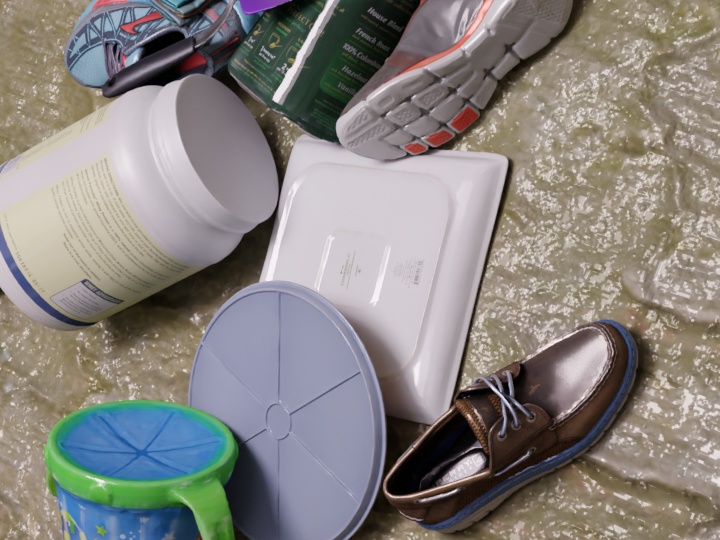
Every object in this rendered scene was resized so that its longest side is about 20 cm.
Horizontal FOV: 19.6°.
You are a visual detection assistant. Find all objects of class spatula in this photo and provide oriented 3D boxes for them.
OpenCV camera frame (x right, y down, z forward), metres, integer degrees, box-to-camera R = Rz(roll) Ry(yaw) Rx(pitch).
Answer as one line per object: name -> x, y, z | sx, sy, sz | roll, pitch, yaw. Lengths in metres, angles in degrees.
spatula -> -0.115, -0.180, 1.553 | 0.200, 0.021, 0.057 | -31, 42, 22

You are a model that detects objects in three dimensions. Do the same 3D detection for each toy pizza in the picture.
toy pizza -> -0.049, 0.106, 1.505 | 0.200, 0.032, 0.201 | 6, 99, 43

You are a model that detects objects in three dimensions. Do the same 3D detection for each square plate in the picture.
square plate -> 0.000, 0.000, 1.526 | 0.198, 0.028, 0.200 | 8, 81, 38

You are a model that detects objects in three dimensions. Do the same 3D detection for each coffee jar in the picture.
coffee jar -> -0.006, -0.202, 1.558 | 0.200, 0.085, 0.104 | -56, 45, 9

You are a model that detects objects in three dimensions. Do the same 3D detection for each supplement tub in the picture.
supplement tub -> -0.178, -0.053, 1.597 | 0.200, 0.145, 0.145 | -26, 62, 27

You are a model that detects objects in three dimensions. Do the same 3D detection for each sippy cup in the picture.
sippy cup -> -0.160, 0.180, 1.514 | 0.178, 0.139, 0.131 | -105, 17, -67

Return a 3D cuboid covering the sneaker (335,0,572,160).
sneaker -> 0.062, -0.160, 1.511 | 0.200, 0.077, 0.082 | -37, 46, 7

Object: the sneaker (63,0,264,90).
sneaker -> -0.171, -0.174, 1.644 | 0.200, 0.079, 0.096 | -10, 34, 39

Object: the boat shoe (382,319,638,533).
boat shoe -> 0.099, 0.104, 1.392 | 0.200, 0.072, 0.072 | -45, 55, 16

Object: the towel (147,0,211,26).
towel -> -0.121, -0.294, 1.633 | 0.147, 0.022, 0.200 | 39, 70, 20
